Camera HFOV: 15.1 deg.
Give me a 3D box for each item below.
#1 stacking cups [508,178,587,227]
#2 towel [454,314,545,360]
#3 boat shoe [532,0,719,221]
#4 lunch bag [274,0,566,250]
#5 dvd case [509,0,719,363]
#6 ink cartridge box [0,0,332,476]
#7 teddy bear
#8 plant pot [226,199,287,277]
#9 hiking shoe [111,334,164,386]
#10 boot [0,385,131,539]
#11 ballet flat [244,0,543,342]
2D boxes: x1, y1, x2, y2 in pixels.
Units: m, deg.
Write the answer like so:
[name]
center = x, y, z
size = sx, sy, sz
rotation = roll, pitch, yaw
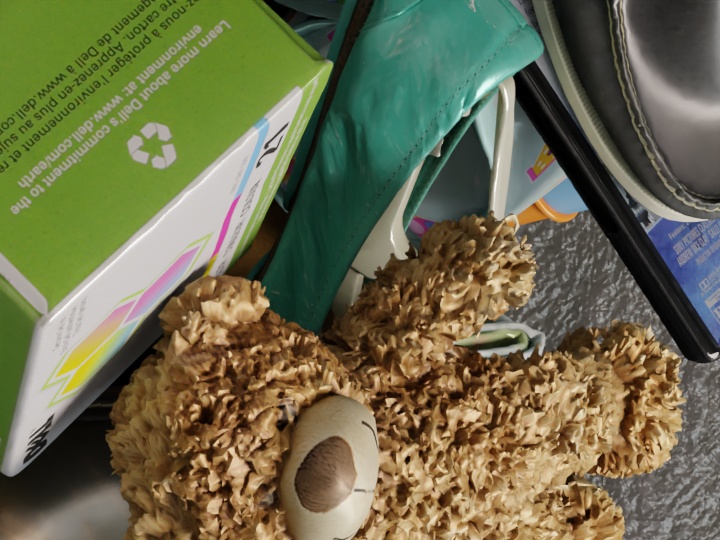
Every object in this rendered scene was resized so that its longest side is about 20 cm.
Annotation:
[stacking cups]
center = 0.096, -0.048, 1.086
size = 0.200, 0.061, 0.060
rotation = -15, -166, 36
[towel]
center = -0.031, 0.099, 1.012
size = 0.171, 0.048, 0.200
rotation = 1, 124, -31
[boat shoe]
center = 0.089, -0.108, 0.791
size = 0.072, 0.201, 0.068
rotation = -14, -166, -15
[lunch bag]
center = 0.050, -0.095, 0.940
size = 0.170, 0.122, 0.200
rotation = -43, 180, -21
[dvd case]
center = 0.103, -0.092, 0.848
size = 0.143, 0.200, 0.018
rotation = -40, -164, -19
[ink cartridge box]
center = -0.111, 0.012, 0.704
size = 0.200, 0.076, 0.148
rotation = -45, 175, -21
[teddy bear]
center = 0.022, 0.058, 0.785
size = 0.145, 0.067, 0.200
rotation = -51, 138, 6
[plant pot]
center = -0.039, 0.044, 1.102
size = 0.186, 0.186, 0.200
rotation = -43, 159, -31
[hiking shoe]
center = -0.132, 0.062, 0.856
size = 0.200, 0.087, 0.074
rotation = -46, 174, -10
[boot]
center = -0.111, 0.100, 0.782
size = 0.199, 0.097, 0.075
rotation = -15, 142, -6
[ballet flat]
center = 0.000, 0.000, 0.818
size = 0.067, 0.070, 0.200
rotation = -37, 155, -62
